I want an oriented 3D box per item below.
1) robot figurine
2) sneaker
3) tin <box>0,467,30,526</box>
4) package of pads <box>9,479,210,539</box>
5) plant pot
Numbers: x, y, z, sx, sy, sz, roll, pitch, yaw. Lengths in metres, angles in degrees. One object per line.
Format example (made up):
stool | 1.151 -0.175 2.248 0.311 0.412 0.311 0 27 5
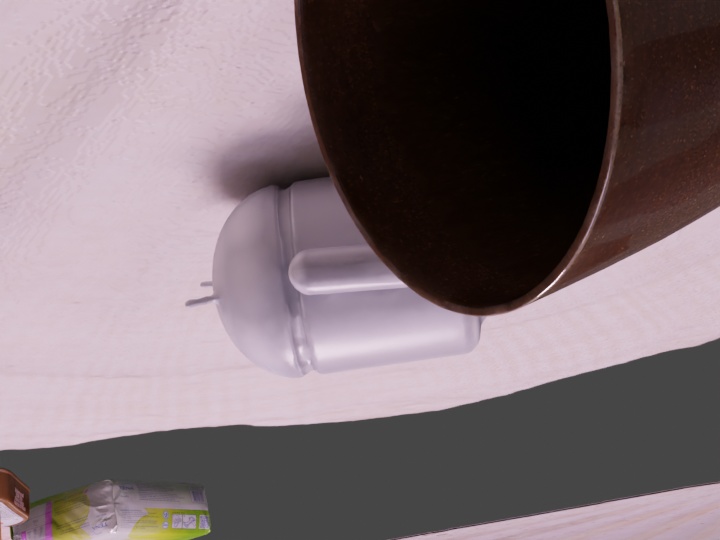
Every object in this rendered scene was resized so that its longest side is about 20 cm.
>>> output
robot figurine | 0.000 0.000 0.821 0.199 0.114 0.170 -8 176 1
sneaker | 0.087 -0.074 0.698 0.104 0.076 0.200 -12 162 15
tin | -0.420 0.247 1.509 0.111 0.042 0.200 -2 161 -1
package of pads | -0.297 0.294 1.643 0.199 0.069 0.154 -22 158 36
plant pot | 0.107 -0.097 0.522 0.199 0.188 0.187 -14 167 -29
